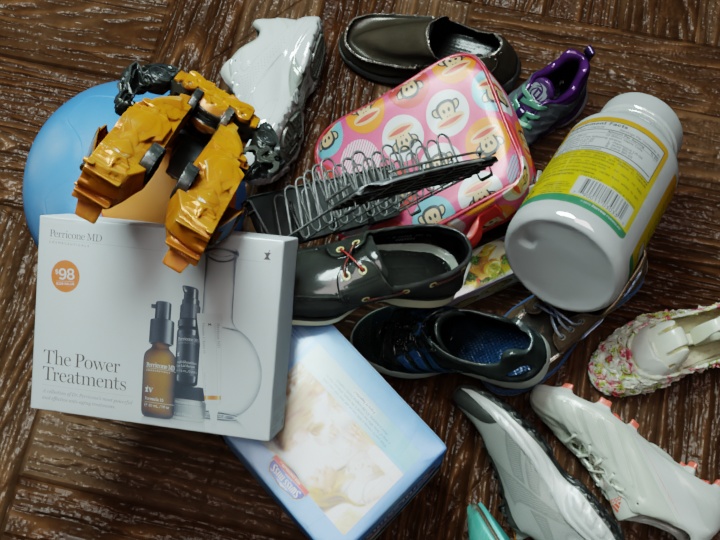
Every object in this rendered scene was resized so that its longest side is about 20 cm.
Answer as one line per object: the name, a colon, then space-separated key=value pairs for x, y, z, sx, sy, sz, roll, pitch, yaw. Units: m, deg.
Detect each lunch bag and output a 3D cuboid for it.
lunch bag: x=0.064 y=-0.087 z=0.882 sx=0.198 sy=0.082 sz=0.179 roll=-25 pitch=68 yaw=18

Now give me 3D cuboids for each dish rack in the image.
dish rack: x=0.008 y=-0.067 z=0.746 sx=0.151 sy=0.199 sz=0.056 roll=-18 pitch=87 yaw=-30

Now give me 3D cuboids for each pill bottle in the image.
pill bottle: x=0.216 y=-0.069 z=0.833 sx=0.112 sy=0.114 sz=0.201 roll=30 pitch=55 yaw=11

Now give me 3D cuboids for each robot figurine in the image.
robot figurine: x=-0.134 y=-0.087 z=0.702 sx=0.144 sy=0.059 sz=0.201 roll=31 pitch=30 yaw=-9

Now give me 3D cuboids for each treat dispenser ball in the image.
treat dispenser ball: x=-0.202 y=-0.070 z=0.848 sx=0.197 sy=0.201 sz=0.205 roll=0 pitch=70 yaw=1

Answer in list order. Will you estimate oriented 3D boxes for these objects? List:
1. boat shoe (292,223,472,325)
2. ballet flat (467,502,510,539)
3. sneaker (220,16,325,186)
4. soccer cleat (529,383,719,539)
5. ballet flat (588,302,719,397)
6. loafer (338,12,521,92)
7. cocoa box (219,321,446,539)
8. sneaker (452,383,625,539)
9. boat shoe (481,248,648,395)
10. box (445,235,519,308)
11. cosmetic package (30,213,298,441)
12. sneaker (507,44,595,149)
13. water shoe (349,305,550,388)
boat shoe: x=-0.001 y=-0.002 z=0.779 sx=0.198 sy=0.064 sz=0.075 roll=-5 pitch=54 yaw=-20
ballet flat: x=0.139 y=0.295 z=0.788 sx=0.070 sy=0.067 sz=0.201 roll=-41 pitch=73 yaw=1
sneaker: x=-0.102 y=-0.176 z=0.959 sx=0.097 sy=0.078 sz=0.203 roll=10 pitch=62 yaw=12
soccer cleat: x=0.229 y=0.175 z=0.827 sx=0.198 sy=0.069 sz=0.078 roll=34 pitch=77 yaw=9
ballet flat: x=0.307 y=0.061 z=0.865 sx=0.197 sy=0.064 sz=0.077 roll=-19 pitch=72 yaw=-5
loafer: x=0.069 y=-0.237 z=0.962 sx=0.196 sy=0.072 sz=0.074 roll=10 pitch=71 yaw=15
cocoa box: x=-0.039 y=0.137 z=0.809 sx=0.133 sy=0.132 sz=0.200 roll=-42 pitch=75 yaw=-13
sneaker: x=0.143 y=0.184 z=0.823 sx=0.079 sy=0.074 sz=0.201 roll=-42 pitch=69 yaw=8
boat shoe: x=0.188 y=0.035 z=0.871 sx=0.199 sy=0.073 sz=0.072 roll=-41 pitch=73 yaw=-13
box: x=0.157 y=-0.015 z=0.907 sx=0.197 sy=0.042 sz=0.039 roll=-23 pitch=71 yaw=-8
cosmetic package: x=-0.153 y=0.041 z=0.726 sx=0.196 sy=0.052 sz=0.154 roll=6 pitch=94 yaw=9
sneaker: x=0.150 y=-0.153 z=0.930 sx=0.199 sy=0.088 sz=0.074 roll=-41 pitch=74 yaw=-13
water shoe: x=0.071 y=0.055 z=0.836 sx=0.197 sy=0.079 sz=0.073 roll=3 pitch=65 yaw=28
